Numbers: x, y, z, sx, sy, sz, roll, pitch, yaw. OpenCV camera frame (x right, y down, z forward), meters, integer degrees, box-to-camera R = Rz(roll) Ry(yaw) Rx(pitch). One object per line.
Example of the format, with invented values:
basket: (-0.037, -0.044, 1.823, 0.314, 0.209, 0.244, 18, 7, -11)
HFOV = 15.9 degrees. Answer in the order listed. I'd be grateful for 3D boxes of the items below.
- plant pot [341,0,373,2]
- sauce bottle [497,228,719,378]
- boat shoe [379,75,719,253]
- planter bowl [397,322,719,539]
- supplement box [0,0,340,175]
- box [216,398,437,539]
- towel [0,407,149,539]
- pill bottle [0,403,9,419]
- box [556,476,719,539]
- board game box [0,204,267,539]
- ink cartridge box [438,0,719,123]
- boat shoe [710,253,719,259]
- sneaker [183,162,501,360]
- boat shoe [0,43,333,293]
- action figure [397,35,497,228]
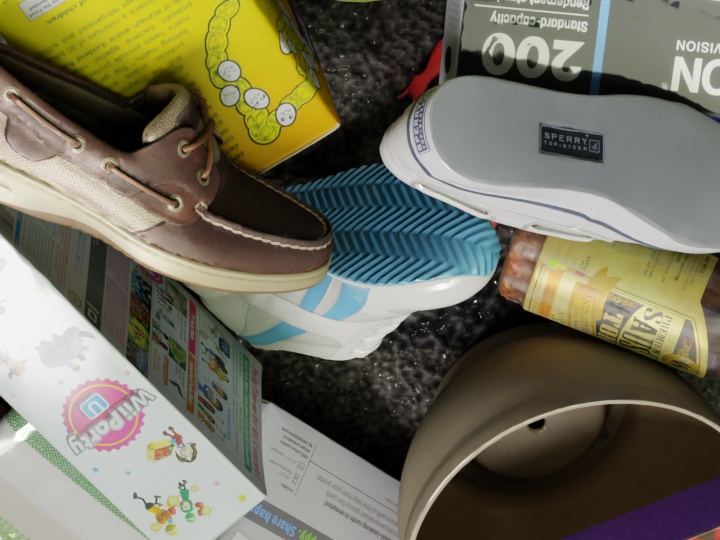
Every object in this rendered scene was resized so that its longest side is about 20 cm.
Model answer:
plant pot: (0.013, -0.226, 1.161, 0.186, 0.188, 0.200, 5, 135, -16)
sauce bottle: (0.174, 0.020, 1.365, 0.199, 0.066, 0.066, 21, 122, 11)
boat shoe: (0.104, -0.051, 1.247, 0.199, 0.074, 0.065, 17, 163, -24)
planter bowl: (0.108, 0.114, 1.421, 0.199, 0.135, 0.201, -6, 124, -9)
supplement box: (-0.110, -0.138, 1.218, 0.109, 0.109, 0.200, -30, 125, 8)
box: (-0.054, 0.187, 1.409, 0.156, 0.041, 0.201, 35, 75, -42)
towel: (-0.189, 0.165, 1.316, 0.200, 0.031, 0.149, -41, 119, 10)
pill bottle: (-0.181, 0.150, 1.390, 0.114, 0.115, 0.200, -42, 122, 16)
box: (0.133, 0.200, 1.378, 0.199, 0.039, 0.137, -22, 126, 2)
board game box: (-0.134, 0.031, 1.279, 0.064, 0.148, 0.200, -40, 110, 14)
ink cartridge box: (0.142, -0.125, 1.267, 0.197, 0.043, 0.201, 4, 104, -5)
boat shoe: (0.216, -0.079, 1.363, 0.068, 0.075, 0.200, 24, 123, 1)
sneaker: (0.000, 0.000, 1.311, 0.200, 0.077, 0.081, -3, 140, 45)
boat shoe: (-0.094, -0.051, 1.172, 0.199, 0.072, 0.072, 22, 118, -18)
action figure: (0.061, -0.089, 1.328, 0.065, 0.052, 0.201, 6, 117, -23)
